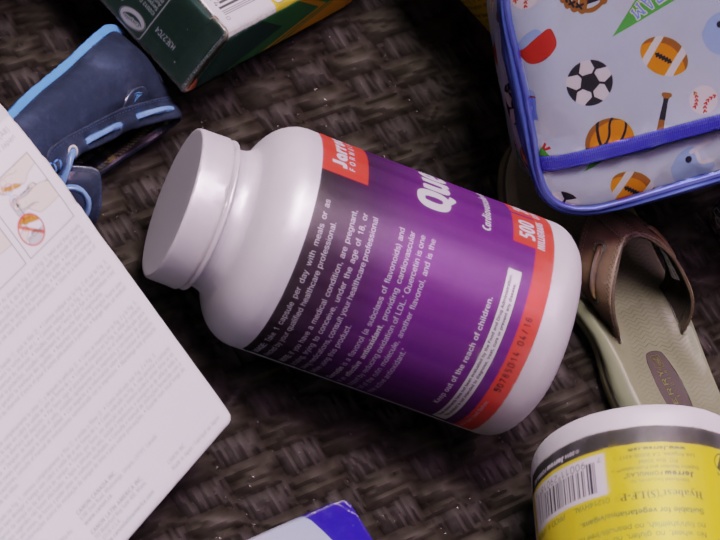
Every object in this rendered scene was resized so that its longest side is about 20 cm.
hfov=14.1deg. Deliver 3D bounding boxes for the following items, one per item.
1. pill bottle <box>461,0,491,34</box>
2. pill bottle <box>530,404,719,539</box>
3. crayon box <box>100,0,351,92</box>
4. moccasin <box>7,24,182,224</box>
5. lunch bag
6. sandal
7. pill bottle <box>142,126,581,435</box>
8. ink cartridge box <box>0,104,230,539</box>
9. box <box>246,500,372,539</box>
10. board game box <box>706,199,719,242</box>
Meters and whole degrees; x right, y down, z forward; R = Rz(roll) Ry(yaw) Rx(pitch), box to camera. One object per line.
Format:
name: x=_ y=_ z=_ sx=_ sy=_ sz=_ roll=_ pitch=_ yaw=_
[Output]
pill bottle: x=0.100 y=-0.175 z=1.549 sx=0.200 sy=0.112 sz=0.113 roll=46 pitch=50 yaw=-15
pill bottle: x=0.143 y=0.175 z=1.390 sx=0.111 sy=0.111 sz=0.201 roll=10 pitch=58 yaw=-22
crayon box: x=-0.067 y=-0.180 z=1.516 sx=0.127 sy=0.051 sz=0.200 roll=48 pitch=38 yaw=7
moccasin: x=-0.149 y=-0.047 z=1.396 sx=0.068 sy=0.080 sz=0.200 roll=43 pitch=52 yaw=-3
lunch bag: x=0.167 y=-0.114 z=1.479 sx=0.199 sy=0.076 sz=0.161 roll=-13 pitch=107 yaw=-4
sandal: x=0.144 y=0.009 z=1.524 sx=0.080 sy=0.057 sz=0.201 roll=-19 pitch=72 yaw=-34
pill bottle: x=0.000 y=0.000 z=1.421 sx=0.199 sy=0.112 sz=0.113 roll=20 pitch=54 yaw=-16
ink cartridge box: x=-0.167 y=0.044 z=1.310 sx=0.200 sy=0.047 sz=0.160 roll=54 pitch=51 yaw=-15
box: x=-0.055 y=0.225 z=1.263 sx=0.200 sy=0.105 sz=0.184 roll=-22 pitch=74 yaw=-36
board game box: x=0.312 y=0.016 z=1.581 sx=0.159 sy=0.097 sz=0.200 roll=-13 pitch=68 yaw=-32
